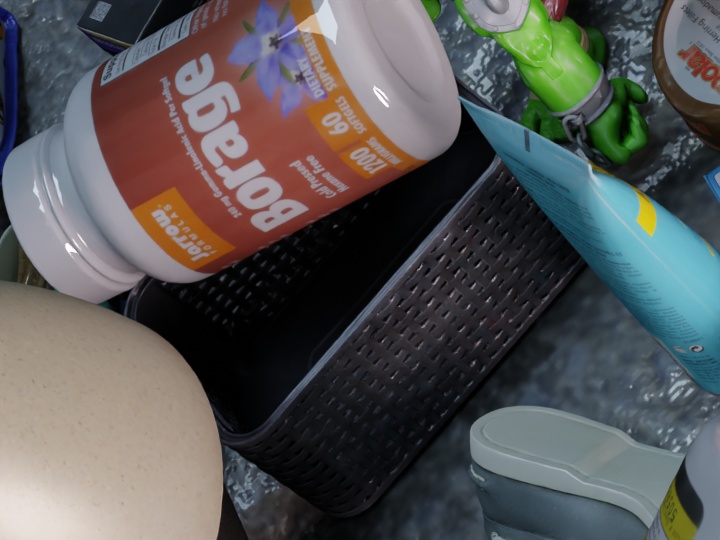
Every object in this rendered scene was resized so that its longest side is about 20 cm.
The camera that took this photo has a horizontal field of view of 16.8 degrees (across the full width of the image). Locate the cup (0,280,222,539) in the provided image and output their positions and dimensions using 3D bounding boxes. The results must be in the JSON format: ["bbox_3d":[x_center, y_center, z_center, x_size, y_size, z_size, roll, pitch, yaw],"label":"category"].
[{"bbox_3d":[-0.175,0.081,0.964,0.199,0.143,0.201,-15,59,26],"label":"cup"}]

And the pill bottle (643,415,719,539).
[{"bbox_3d":[0.138,0.163,0.919,0.111,0.111,0.201,47,121,45],"label":"pill bottle"}]

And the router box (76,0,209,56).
[{"bbox_3d":[-0.035,-0.164,1.260,0.052,0.157,0.201,22,78,43],"label":"router box"}]

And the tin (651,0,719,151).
[{"bbox_3d":[0.221,-0.141,1.132,0.200,0.042,0.112,-45,41,7],"label":"tin"}]

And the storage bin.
[{"bbox_3d":[0.000,0.000,1.176,0.200,0.094,0.135,-49,45,3],"label":"storage bin"}]

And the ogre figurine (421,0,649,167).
[{"bbox_3d":[0.069,-0.147,1.194,0.098,0.120,0.201,-21,52,26],"label":"ogre figurine"}]

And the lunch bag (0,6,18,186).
[{"bbox_3d":[-0.290,-0.074,1.430,0.169,0.124,0.201,-30,41,19],"label":"lunch bag"}]

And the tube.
[{"bbox_3d":[0.114,-0.010,1.017,0.077,0.200,0.051,25,81,42],"label":"tube"}]

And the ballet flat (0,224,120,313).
[{"bbox_3d":[-0.154,0.016,1.209,0.072,0.068,0.201,-28,47,25],"label":"ballet flat"}]

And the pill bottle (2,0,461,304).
[{"bbox_3d":[-0.063,-0.063,1.121,0.199,0.112,0.113,-28,50,23],"label":"pill bottle"}]

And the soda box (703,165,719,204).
[{"bbox_3d":[0.219,0.023,1.007,0.064,0.068,0.201,-36,47,15],"label":"soda box"}]

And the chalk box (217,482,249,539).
[{"bbox_3d":[-0.115,0.155,1.058,0.124,0.125,0.201,-37,51,12],"label":"chalk box"}]

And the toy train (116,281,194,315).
[{"bbox_3d":[-0.136,0.075,1.246,0.114,0.087,0.201,-14,53,20],"label":"toy train"}]

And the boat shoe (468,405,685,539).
[{"bbox_3d":[0.129,0.118,1.039,0.199,0.073,0.062,21,121,37],"label":"boat shoe"}]
